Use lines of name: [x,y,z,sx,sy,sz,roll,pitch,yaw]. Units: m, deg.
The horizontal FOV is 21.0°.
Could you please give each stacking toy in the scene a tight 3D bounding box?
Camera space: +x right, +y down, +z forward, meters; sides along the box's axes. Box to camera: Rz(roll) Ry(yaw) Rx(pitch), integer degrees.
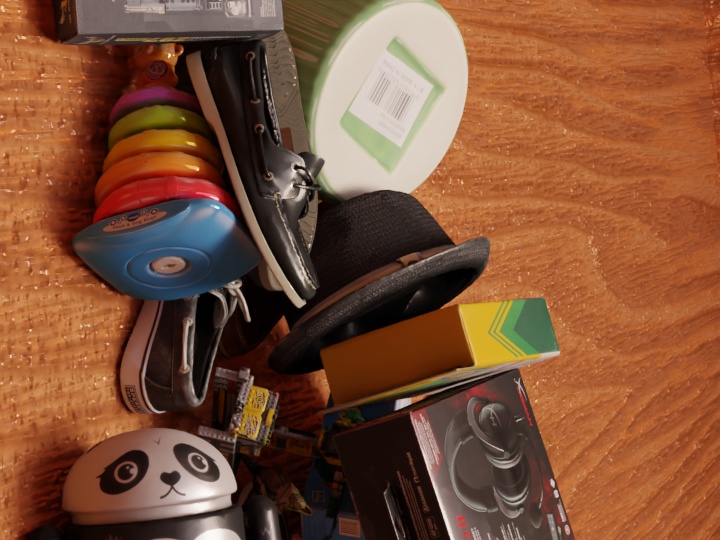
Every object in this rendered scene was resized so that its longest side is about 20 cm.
stacking toy: [-0.143,-0.090,1.401,0.110,0.116,0.201,51,29,-58]

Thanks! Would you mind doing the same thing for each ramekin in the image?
ramekin: [-0.006,-0.145,1.558,0.200,0.098,0.201,-23,125,-37]

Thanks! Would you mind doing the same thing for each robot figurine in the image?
robot figurine: [-0.135,0.206,1.304,0.150,0.124,0.201,-2,85,-66]

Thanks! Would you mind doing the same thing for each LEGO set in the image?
LEGO set: [-0.069,0.164,1.434,0.116,0.153,0.200,100,12,-58]

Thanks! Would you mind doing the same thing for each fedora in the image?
fedora: [0.000,0.000,1.526,0.092,0.200,0.200,60,18,14]

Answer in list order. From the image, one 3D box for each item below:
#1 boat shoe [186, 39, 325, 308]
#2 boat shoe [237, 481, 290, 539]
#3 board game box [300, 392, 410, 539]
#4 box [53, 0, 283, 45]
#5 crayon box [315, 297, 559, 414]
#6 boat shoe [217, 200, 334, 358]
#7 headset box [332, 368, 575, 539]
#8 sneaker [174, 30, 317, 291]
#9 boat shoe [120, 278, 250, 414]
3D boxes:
boat shoe: [-0.059,-0.074,1.376,0.075,0.066,0.200,56,11,-72]
boat shoe: [-0.054,0.266,1.569,0.073,0.062,0.201,-26,109,-63]
board game box: [-0.001,0.175,1.645,0.200,0.056,0.196,90,11,-50]
box: [-0.140,-0.262,1.369,0.157,0.051,0.201,-5,90,-27]
crayon box: [0.057,0.064,1.502,0.200,0.125,0.052,-4,76,-63]
boat shoe: [-0.069,-0.007,1.580,0.200,0.067,0.072,-66,145,-49]
headset box: [0.069,0.169,1.466,0.200,0.077,0.149,-14,85,-59]
sneaker: [-0.098,-0.082,1.471,0.075,0.106,0.201,0,85,-59]
boat shoe: [-0.121,0.018,1.450,0.200,0.068,0.074,-73,150,-42]
